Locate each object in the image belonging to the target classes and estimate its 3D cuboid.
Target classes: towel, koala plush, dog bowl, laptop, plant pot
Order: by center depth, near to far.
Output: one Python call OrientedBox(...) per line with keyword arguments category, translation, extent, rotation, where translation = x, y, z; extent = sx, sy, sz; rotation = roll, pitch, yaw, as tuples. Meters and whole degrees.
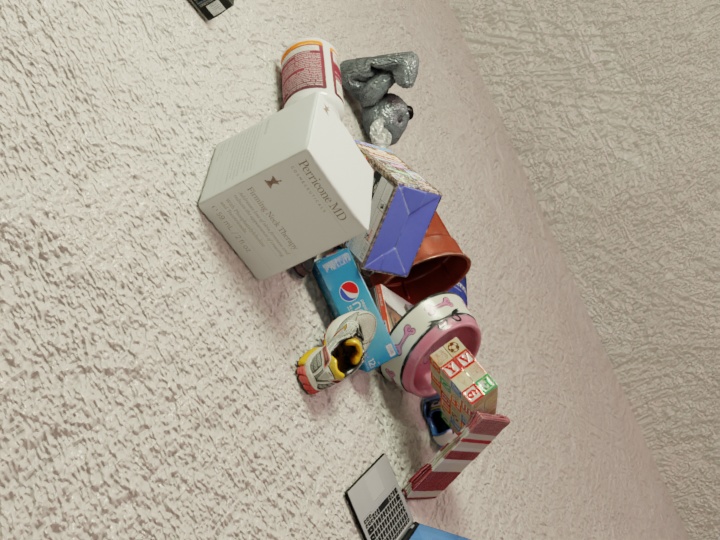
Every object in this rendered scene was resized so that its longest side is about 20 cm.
OrientedBox(category="laptop", translation=(0.091, 0.392, 1.608), extent=(0.202, 0.115, 0.187), rotation=(67, 21, 0))
OrientedBox(category="towel", translation=(0.164, 0.319, 1.760), extent=(0.023, 0.200, 0.144), rotation=(48, 13, 27))
OrientedBox(category="dog bowl", translation=(0.132, 0.140, 1.825), extent=(0.074, 0.201, 0.200), rotation=(43, 6, 35))
OrientedBox(category="plant pot", translation=(0.083, -0.059, 1.953), extent=(0.200, 0.200, 0.197), rotation=(25, 39, -59))
OrientedBox(category="koala plush", translation=(0.046, -0.364, 2.231), extent=(0.178, 0.181, 0.203), rotation=(-74, 159, -75))

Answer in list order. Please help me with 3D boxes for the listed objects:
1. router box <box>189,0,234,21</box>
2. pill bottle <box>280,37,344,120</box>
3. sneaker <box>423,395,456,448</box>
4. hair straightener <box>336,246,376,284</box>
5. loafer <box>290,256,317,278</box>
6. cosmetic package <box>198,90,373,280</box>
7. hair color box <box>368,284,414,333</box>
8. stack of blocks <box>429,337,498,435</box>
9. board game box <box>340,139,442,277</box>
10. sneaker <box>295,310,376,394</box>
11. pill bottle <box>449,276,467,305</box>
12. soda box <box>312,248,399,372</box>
OrientedBox(category="router box", translation=(-0.275, -0.545, 1.737), extent=(0.150, 0.062, 0.202), rotation=(46, 30, -40))
OrientedBox(category="pill bottle", translation=(-0.088, -0.321, 1.888), extent=(0.114, 0.113, 0.202), rotation=(43, 32, -46))
OrientedBox(category="sneaker", translation=(0.160, 0.250, 1.969), extent=(0.082, 0.073, 0.202), rotation=(36, 36, -48))
OrientedBox(category="hair straightener", translation=(0.000, 0.000, 1.846), extent=(0.041, 0.076, 0.202), rotation=(98, -18, -52))
OrientedBox(category="loafer", translation=(-0.094, -0.082, 1.708), extent=(0.072, 0.062, 0.202), rotation=(42, 32, -46))
OrientedBox(category="cosmetic package", translation=(-0.107, -0.126, 1.538), extent=(0.168, 0.198, 0.167), rotation=(52, 26, -30))
OrientedBox(category="hair color box", translation=(0.069, 0.112, 1.901), extent=(0.200, 0.063, 0.112), rotation=(31, 42, -54))
OrientedBox(category="stack of blocks", translation=(0.179, 0.218, 1.784), extent=(0.115, 0.058, 0.201), rotation=(49, -17, 29))
OrientedBox(category="board game box", translation=(0.027, -0.109, 1.757), extent=(0.096, 0.161, 0.200), rotation=(11, 22, -33))
OrientedBox(category="sneaker", translation=(-0.018, 0.126, 1.610), extent=(0.078, 0.082, 0.200), rotation=(61, 36, -15))
OrientedBox(category="pill bottle", translation=(0.163, 0.046, 2.117), extent=(0.116, 0.115, 0.201), rotation=(53, 25, -32))
OrientedBox(category="soda box", translation=(-0.012, 0.066, 1.724), extent=(0.202, 0.064, 0.068), rotation=(65, -13, -6))
